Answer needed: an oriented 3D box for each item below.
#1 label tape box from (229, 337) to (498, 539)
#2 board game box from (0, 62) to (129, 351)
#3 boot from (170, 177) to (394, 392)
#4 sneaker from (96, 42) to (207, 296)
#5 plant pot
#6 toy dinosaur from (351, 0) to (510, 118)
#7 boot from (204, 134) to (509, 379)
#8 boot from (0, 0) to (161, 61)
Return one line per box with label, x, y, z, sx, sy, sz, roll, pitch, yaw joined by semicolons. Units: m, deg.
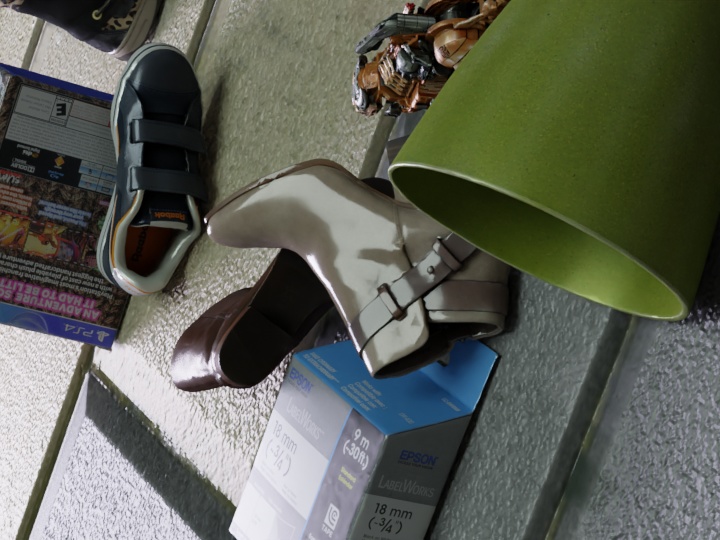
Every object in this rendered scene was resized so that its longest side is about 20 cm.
label tape box;-0.002;0.116;1.557;0.144;0.063;0.201;36;109;56
board game box;-0.262;-0.055;1.955;0.097;0.159;0.201;28;101;59
boot;-0.057;0.014;1.692;0.186;0.064;0.200;-45;5;-12
sneaker;-0.158;-0.077;1.878;0.079;0.078;0.201;-151;67;-63
plant pot;0.142;-0.103;1.336;0.187;0.187;0.201;11;72;59
toy dinosaur;0.077;-0.137;1.465;0.200;0.135;0.103;-4;73;58
boot;0.000;0.000;1.531;0.199;0.070;0.147;-20;69;20
boot;-0.232;-0.292;2.013;0.073;0.150;0.201;28;101;58
